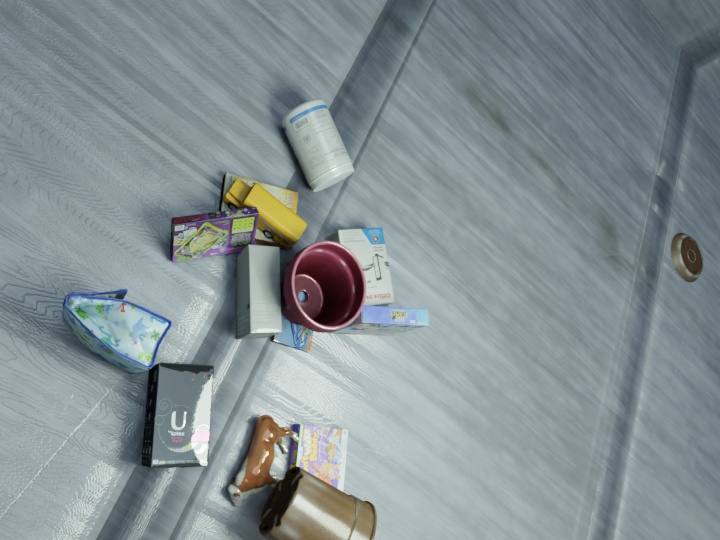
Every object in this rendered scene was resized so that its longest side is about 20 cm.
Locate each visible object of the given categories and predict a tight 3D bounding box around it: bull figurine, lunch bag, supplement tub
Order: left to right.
[{"bbox_3d":[-0.495,0.112,1.194,0.196,0.169,0.131,28,65,-20],"label":"lunch bag"},{"bbox_3d":[-0.219,0.434,1.346,0.120,0.064,0.206,29,70,-29],"label":"bull figurine"},{"bbox_3d":[-0.111,-0.325,1.558,0.130,0.131,0.205,-26,93,-33],"label":"supplement tub"}]

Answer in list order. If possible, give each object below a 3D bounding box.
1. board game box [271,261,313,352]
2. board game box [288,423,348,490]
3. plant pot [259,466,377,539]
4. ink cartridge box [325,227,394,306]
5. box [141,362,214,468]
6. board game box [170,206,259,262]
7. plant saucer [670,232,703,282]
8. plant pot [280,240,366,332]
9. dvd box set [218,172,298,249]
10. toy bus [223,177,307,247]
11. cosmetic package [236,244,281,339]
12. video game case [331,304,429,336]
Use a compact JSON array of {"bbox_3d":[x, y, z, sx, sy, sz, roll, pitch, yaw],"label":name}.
[{"bbox_3d":[-0.154,0.091,1.496,0.101,0.019,0.206,20,69,-24],"label":"board game box"},{"bbox_3d":[-0.103,0.476,1.417,0.131,0.044,0.207,14,72,-28],"label":"board game box"},{"bbox_3d":[-0.097,0.536,1.275,0.197,0.199,0.203,39,61,-13],"label":"plant pot"},{"bbox_3d":[0.000,0.000,1.573,0.142,0.084,0.207,-6,80,-32],"label":"ink cartridge box"},{"bbox_3d":[-0.382,0.302,1.254,0.119,0.105,0.207,8,74,-29],"label":"box"},{"bbox_3d":[-0.332,-0.082,1.365,0.195,0.122,0.033,-11,49,-29],"label":"board game box"},{"bbox_3d":[1.333,-0.056,2.431,0.195,0.032,0.207,9,73,-29],"label":"plant saucer"},{"bbox_3d":[-0.108,0.052,1.416,0.195,0.178,0.207,8,73,-28],"label":"plant pot"},{"bbox_3d":[-0.253,-0.146,1.486,0.195,0.029,0.151,12,72,-28],"label":"dvd box set"},{"bbox_3d":[-0.228,-0.141,1.435,0.198,0.078,0.066,38,62,-17],"label":"toy bus"},{"bbox_3d":[-0.239,0.051,1.403,0.088,0.106,0.207,1,76,-30],"label":"cosmetic package"},{"bbox_3d":[0.044,0.128,1.511,0.195,0.180,0.047,6,75,-29],"label":"video game case"}]
